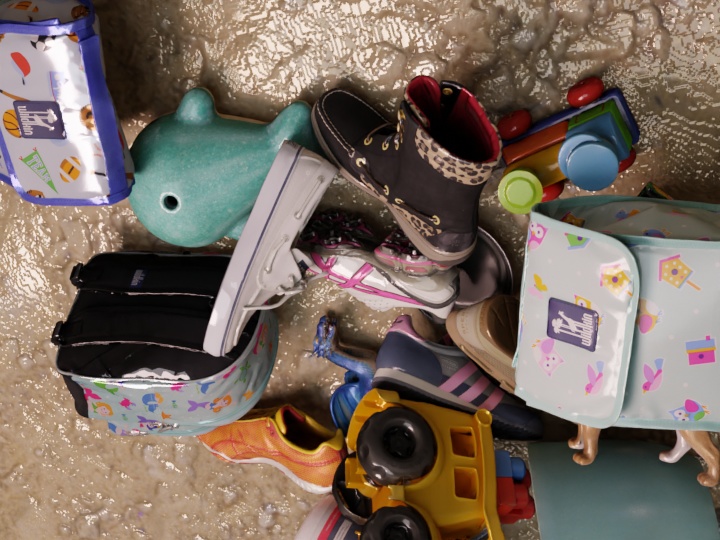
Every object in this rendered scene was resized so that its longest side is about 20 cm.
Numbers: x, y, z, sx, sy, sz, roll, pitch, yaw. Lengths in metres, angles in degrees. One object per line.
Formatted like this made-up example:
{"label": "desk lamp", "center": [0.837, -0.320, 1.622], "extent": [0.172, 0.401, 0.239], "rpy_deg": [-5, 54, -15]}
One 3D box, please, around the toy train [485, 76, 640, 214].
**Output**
{"label": "toy train", "center": [0.139, -0.082, 1.023], "extent": [0.198, 0.116, 0.085], "rpy_deg": [-23, 107, 25]}

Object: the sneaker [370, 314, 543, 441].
{"label": "sneaker", "center": [0.104, 0.106, 1.150], "extent": [0.198, 0.083, 0.070], "rpy_deg": [26, 154, -28]}

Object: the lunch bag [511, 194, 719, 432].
{"label": "lunch bag", "center": [0.223, 0.033, 0.939], "extent": [0.197, 0.122, 0.173], "rpy_deg": [3, 113, 5]}

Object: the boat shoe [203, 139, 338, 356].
{"label": "boat shoe", "center": [-0.070, -0.008, 1.060], "extent": [0.085, 0.075, 0.204], "rpy_deg": [23, 90, -3]}

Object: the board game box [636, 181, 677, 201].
{"label": "board game box", "center": [0.292, 0.023, 1.003], "extent": [0.199, 0.023, 0.105], "rpy_deg": [35, 113, -3]}

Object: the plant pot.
{"label": "plant pot", "center": [0.252, 0.252, 1.117], "extent": [0.159, 0.201, 0.203], "rpy_deg": [-11, 113, 9]}

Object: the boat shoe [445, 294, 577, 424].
{"label": "boat shoe", "center": [0.161, 0.086, 1.115], "extent": [0.064, 0.072, 0.200], "rpy_deg": [-12, 137, 46]}

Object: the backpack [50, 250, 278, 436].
{"label": "backpack", "center": [-0.180, 0.072, 1.163], "extent": [0.197, 0.179, 0.152], "rpy_deg": [-4, 137, 13]}

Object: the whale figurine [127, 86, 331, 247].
{"label": "whale figurine", "center": [-0.129, -0.092, 1.106], "extent": [0.198, 0.104, 0.161], "rpy_deg": [-13, 111, 19]}

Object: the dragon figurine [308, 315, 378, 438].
{"label": "dragon figurine", "center": [0.006, 0.133, 1.202], "extent": [0.098, 0.059, 0.202], "rpy_deg": [-4, 114, 18]}

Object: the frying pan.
{"label": "frying pan", "center": [0.064, -0.021, 1.125], "extent": [0.189, 0.031, 0.115], "rpy_deg": [40, 125, 8]}

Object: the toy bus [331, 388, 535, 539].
{"label": "toy bus", "center": [0.076, 0.225, 1.085], "extent": [0.189, 0.202, 0.136], "rpy_deg": [8, 148, -14]}

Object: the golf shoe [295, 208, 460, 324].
{"label": "golf shoe", "center": [0.000, 0.000, 1.116], "extent": [0.198, 0.073, 0.093], "rpy_deg": [13, 124, 29]}

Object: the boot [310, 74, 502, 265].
{"label": "boot", "center": [0.039, -0.113, 1.007], "extent": [0.201, 0.073, 0.151], "rpy_deg": [51, 156, 17]}

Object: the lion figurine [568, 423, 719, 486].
{"label": "lion figurine", "center": [0.244, 0.112, 1.043], "extent": [0.197, 0.073, 0.124], "rpy_deg": [6, 104, 7]}

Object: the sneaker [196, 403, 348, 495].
{"label": "sneaker", "center": [-0.092, 0.166, 1.229], "extent": [0.198, 0.073, 0.078], "rpy_deg": [10, 118, 30]}

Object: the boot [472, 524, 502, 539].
{"label": "boot", "center": [0.102, 0.285, 1.250], "extent": [0.199, 0.073, 0.091], "rpy_deg": [-27, 111, 35]}

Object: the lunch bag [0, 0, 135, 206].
{"label": "lunch bag", "center": [-0.282, -0.158, 1.062], "extent": [0.199, 0.123, 0.172], "rpy_deg": [25, 131, 45]}

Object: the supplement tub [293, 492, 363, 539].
{"label": "supplement tub", "center": [0.028, 0.320, 1.171], "extent": [0.198, 0.140, 0.142], "rpy_deg": [23, 120, 14]}
